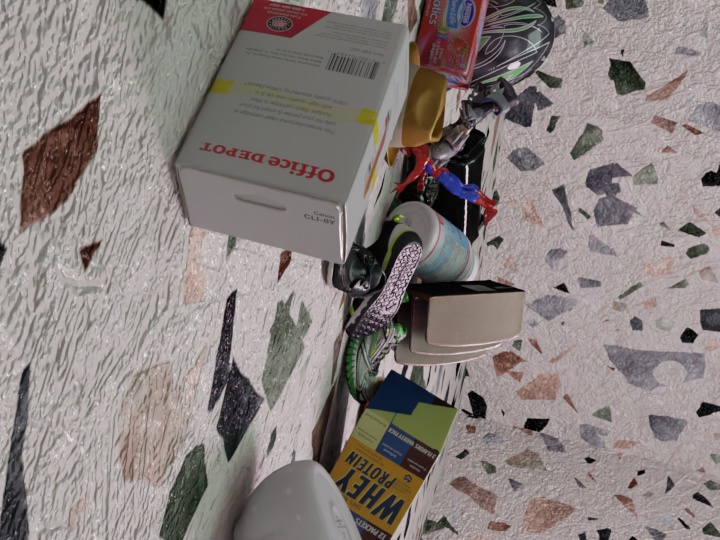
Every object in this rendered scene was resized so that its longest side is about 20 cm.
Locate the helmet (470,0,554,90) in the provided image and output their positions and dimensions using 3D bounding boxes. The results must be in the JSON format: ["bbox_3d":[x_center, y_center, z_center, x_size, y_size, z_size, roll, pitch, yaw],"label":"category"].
[{"bbox_3d":[0.241,-0.418,1.889,0.190,0.197,0.203,158,-53,-74],"label":"helmet"}]

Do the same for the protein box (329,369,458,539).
[{"bbox_3d":[0.041,0.303,1.693,0.202,0.134,0.199,-62,174,17],"label":"protein box"}]

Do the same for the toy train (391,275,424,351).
[{"bbox_3d":[0.079,0.043,1.904,0.114,0.084,0.203,41,61,-67],"label":"toy train"}]

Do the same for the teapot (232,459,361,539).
[{"bbox_3d":[-0.082,0.327,1.220,0.201,0.144,0.198,60,7,-32],"label":"teapot"}]

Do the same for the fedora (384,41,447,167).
[{"bbox_3d":[0.090,-0.250,1.624,0.200,0.080,0.204,12,90,-78],"label":"fedora"}]

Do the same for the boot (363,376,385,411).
[{"bbox_3d":[0.024,0.289,1.918,0.202,0.074,0.108,-79,170,-46],"label":"boot"}]

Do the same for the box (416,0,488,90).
[{"bbox_3d":[0.156,-0.416,1.759,0.103,0.093,0.203,49,53,-78],"label":"box"}]

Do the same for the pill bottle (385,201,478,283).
[{"bbox_3d":[0.125,-0.035,1.808,0.199,0.107,0.111,30,71,-55],"label":"pill bottle"}]

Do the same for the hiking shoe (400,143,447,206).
[{"bbox_3d":[0.112,-0.160,1.856,0.201,0.074,0.102,89,14,-52],"label":"hiking shoe"}]

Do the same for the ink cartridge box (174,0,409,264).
[{"bbox_3d":[-0.052,-0.120,0.882,0.084,0.143,0.202,89,17,-55],"label":"ink cartridge box"}]

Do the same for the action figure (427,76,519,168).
[{"bbox_3d":[0.168,-0.239,1.717,0.200,0.070,0.130,-44,-170,-31],"label":"action figure"}]

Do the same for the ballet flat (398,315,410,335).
[{"bbox_3d":[0.106,0.074,1.819,0.197,0.073,0.074,-14,125,-29],"label":"ballet flat"}]

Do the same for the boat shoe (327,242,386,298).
[{"bbox_3d":[-0.001,0.002,1.475,0.199,0.065,0.076,59,45,-74],"label":"boat shoe"}]

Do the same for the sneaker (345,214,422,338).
[{"bbox_3d":[0.028,0.009,1.615,0.071,0.083,0.202,11,116,-46],"label":"sneaker"}]

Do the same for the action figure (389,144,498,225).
[{"bbox_3d":[0.129,-0.137,1.789,0.099,0.199,0.065,-45,-166,20],"label":"action figure"}]

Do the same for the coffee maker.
[{"bbox_3d":[0.175,-0.147,2.006,0.193,0.132,0.202,-81,169,-52],"label":"coffee maker"}]

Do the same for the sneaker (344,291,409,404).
[{"bbox_3d":[0.026,0.115,1.684,0.078,0.084,0.204,23,79,-78],"label":"sneaker"}]

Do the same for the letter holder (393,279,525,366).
[{"bbox_3d":[0.163,0.098,1.759,0.100,0.197,0.145,18,-73,57],"label":"letter holder"}]
